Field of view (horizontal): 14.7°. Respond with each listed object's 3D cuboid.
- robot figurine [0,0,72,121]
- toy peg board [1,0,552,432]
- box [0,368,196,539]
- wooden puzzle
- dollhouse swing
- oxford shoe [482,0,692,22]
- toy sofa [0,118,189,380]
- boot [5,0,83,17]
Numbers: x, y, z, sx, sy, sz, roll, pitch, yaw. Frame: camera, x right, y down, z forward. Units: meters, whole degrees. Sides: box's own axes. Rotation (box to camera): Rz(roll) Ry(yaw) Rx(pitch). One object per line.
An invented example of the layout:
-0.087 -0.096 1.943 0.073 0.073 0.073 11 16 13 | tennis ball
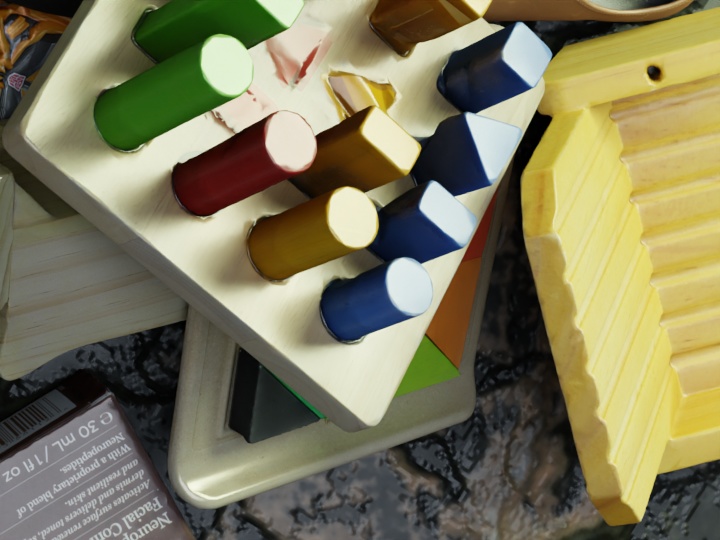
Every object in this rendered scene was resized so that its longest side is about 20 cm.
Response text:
-0.209 -0.108 1.241 0.199 0.058 0.146 24 90 -17 | robot figurine
-0.007 -0.076 1.148 0.199 0.098 0.201 40 58 -20 | toy peg board
-0.116 0.159 1.293 0.100 0.075 0.201 -32 106 -11 | box
0.000 0.000 1.263 0.184 0.037 0.201 -16 124 -38 | wooden puzzle
0.170 -0.003 1.286 0.181 0.176 0.201 -14 106 3 | dollhouse swing
0.069 -0.148 1.314 0.199 0.071 0.072 -1 98 -15 | oxford shoe
-0.107 -0.029 1.230 0.199 0.083 0.098 -15 124 -39 | toy sofa
-0.079 -0.158 1.237 0.199 0.074 0.076 -10 80 -28 | boot
